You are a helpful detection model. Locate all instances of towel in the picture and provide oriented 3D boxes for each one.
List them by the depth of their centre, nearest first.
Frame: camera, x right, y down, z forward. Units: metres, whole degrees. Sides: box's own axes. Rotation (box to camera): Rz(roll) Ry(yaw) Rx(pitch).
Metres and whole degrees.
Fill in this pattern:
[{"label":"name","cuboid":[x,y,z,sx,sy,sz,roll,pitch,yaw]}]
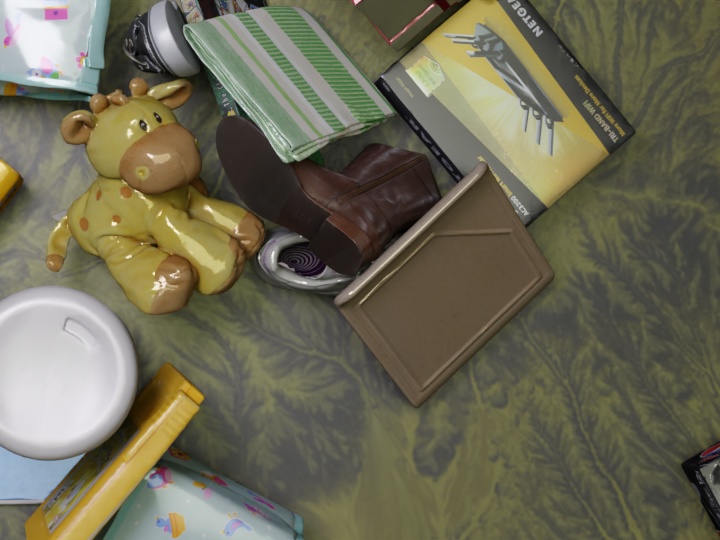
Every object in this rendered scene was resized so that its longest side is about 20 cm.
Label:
[{"label":"towel","cuboid":[-0.060,-0.173,1.628,0.153,0.200,0.023,51,121,7]}]

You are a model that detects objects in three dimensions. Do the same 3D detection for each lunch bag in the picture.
[{"label":"lunch bag","cuboid":[-0.306,-0.240,1.608,0.199,0.122,0.171,7,86,21]},{"label":"lunch bag","cuboid":[-0.167,0.281,1.628,0.170,0.122,0.200,31,95,-8]}]

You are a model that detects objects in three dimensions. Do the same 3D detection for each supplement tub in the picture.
[{"label":"supplement tub","cuboid":[-0.264,0.088,1.573,0.145,0.200,0.146,0,88,-6]}]

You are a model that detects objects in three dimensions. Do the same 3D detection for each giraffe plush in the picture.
[{"label":"giraffe plush","cuboid":[-0.187,-0.082,1.599,0.199,0.173,0.163,17,126,14]}]

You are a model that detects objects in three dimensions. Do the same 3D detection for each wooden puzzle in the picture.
[{"label":"wooden puzzle","cuboid":[0.077,0.013,1.659,0.185,0.200,0.037,-43,49,-6]}]

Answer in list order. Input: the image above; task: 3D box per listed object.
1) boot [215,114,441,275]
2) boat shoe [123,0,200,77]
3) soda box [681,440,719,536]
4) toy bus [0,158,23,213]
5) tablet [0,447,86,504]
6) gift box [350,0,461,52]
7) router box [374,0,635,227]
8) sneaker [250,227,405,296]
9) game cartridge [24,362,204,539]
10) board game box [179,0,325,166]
[{"label":"boot","cuboid":[-0.021,-0.093,1.652,0.186,0.200,0.064,48,125,3]},{"label":"boat shoe","cuboid":[-0.180,-0.200,1.611,0.056,0.200,0.069,-24,101,1]},{"label":"soda box","cuboid":[0.388,0.257,1.731,0.071,0.063,0.200,-29,91,-6]},{"label":"toy bus","cuboid":[-0.390,-0.024,1.636,0.065,0.078,0.200,38,84,-4]},{"label":"tablet","cuboid":[-0.311,0.150,1.673,0.199,0.014,0.131,0,88,-6]},{"label":"gift box","cuboid":[0.045,-0.324,1.630,0.200,0.187,0.185,-35,77,7]},{"label":"router box","cuboid":[0.136,-0.155,1.719,0.157,0.052,0.200,-41,93,-6]},{"label":"sneaker","cuboid":[0.000,0.000,1.673,0.199,0.100,0.075,3,91,-7]},{"label":"game cartridge","cuboid":[-0.218,0.170,1.589,0.032,0.176,0.200,40,84,-11]},{"label":"board game box","cuboid":[-0.097,-0.168,1.672,0.023,0.105,0.201,-20,90,32]}]
